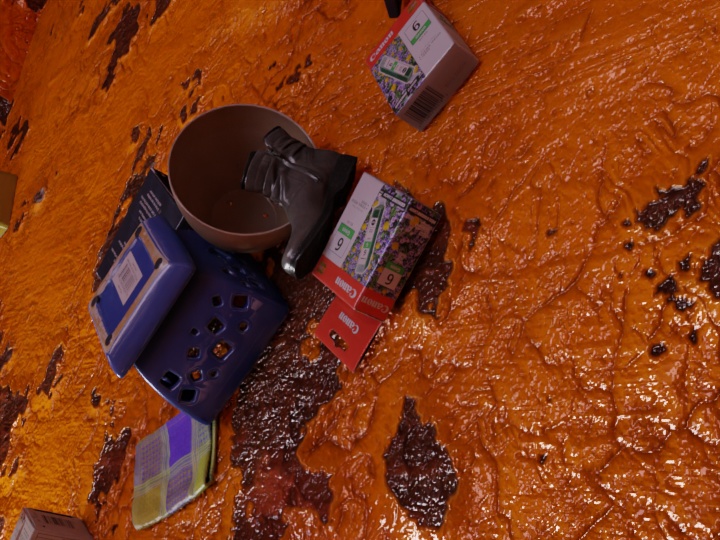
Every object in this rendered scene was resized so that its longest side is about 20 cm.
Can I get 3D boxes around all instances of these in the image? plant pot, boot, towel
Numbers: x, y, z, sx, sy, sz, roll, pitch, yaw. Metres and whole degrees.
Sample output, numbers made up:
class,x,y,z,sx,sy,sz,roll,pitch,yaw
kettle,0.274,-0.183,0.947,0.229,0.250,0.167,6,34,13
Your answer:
class,x,y,z,sx,sy,sz,roll,pitch,yaw
plant pot,-0.243,0.053,1.123,0.201,0.179,0.200,-55,36,7
boot,-0.092,-0.085,1.031,0.068,0.129,0.202,100,-169,-54
plant pot,-0.157,-0.102,1.134,0.135,0.197,0.203,106,167,-61
plant pot,-1.107,-0.176,2.359,0.199,0.175,0.202,-37,46,34
towel,-0.265,0.271,1.179,0.199,0.023,0.145,-35,46,36

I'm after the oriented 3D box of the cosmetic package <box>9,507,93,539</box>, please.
class,x,y,z,sx,sy,sz,roll,pitch,yaw
cosmetic package,-0.510,0.488,1.304,0.087,0.103,0.202,16,82,55

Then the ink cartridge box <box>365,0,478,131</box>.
class,x,y,z,sx,sy,sz,roll,pitch,yaw
ink cartridge box,0.062,-0.275,1.039,0.109,0.050,0.201,-48,40,24

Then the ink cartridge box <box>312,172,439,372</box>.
class,x,y,z,sx,sy,sz,roll,pitch,yaw
ink cartridge box,0.000,0.000,0.954,0.109,0.050,0.202,36,99,53

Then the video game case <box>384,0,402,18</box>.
class,x,y,z,sx,sy,sz,roll,pitch,yaw
video game case,0.039,-0.458,1.094,0.019,0.143,0.203,-2,62,15

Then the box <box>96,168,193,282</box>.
class,x,y,z,sx,sy,sz,roll,pitch,yaw
box,-0.299,-0.021,1.301,0.201,0.117,0.197,-59,37,9
